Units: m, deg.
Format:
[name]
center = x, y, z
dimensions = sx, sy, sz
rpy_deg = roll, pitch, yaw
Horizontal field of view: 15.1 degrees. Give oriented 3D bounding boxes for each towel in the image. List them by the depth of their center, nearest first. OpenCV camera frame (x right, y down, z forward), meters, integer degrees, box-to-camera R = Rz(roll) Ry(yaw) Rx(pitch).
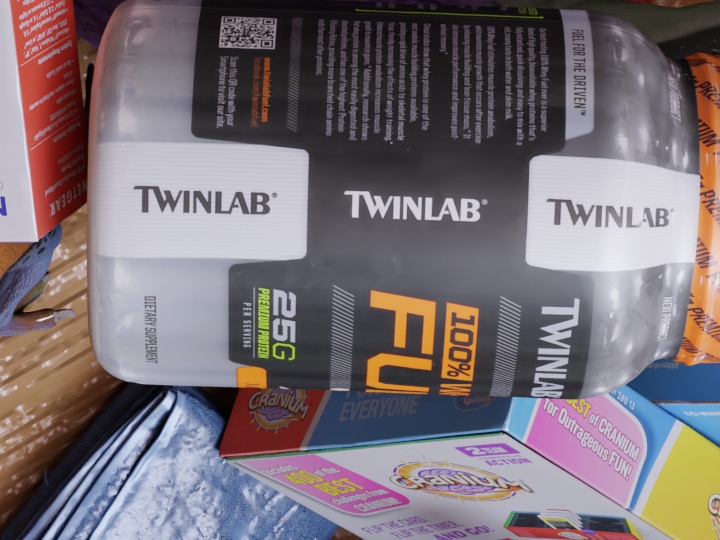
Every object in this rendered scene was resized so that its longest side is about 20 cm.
[towel]
center = -0.097, 0.140, 1.017
dimensions = 0.112, 0.049, 0.200
rpy_deg = 41, 82, -31

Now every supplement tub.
[supplement tub]
center = 0.018, -0.022, 0.844
dimensions = 0.199, 0.123, 0.123
rpy_deg = 2, 104, 0

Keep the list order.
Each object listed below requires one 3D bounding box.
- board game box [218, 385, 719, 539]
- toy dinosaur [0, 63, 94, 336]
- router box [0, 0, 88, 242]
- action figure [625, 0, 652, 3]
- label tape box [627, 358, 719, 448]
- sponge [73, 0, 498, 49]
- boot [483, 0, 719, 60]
[board game box]
center = 0.071, 0.087, 0.995
dimensions = 0.200, 0.153, 0.040
rpy_deg = 33, 63, -34
[toy dinosaur]
center = -0.111, -0.035, 0.900
dimensions = 0.105, 0.200, 0.182
rpy_deg = 6, 145, -18
[router box]
center = -0.191, -0.101, 0.831
dimensions = 0.199, 0.049, 0.180
rpy_deg = 1, 108, 16
[action figure]
center = 0.121, -0.164, 1.044
dimensions = 0.099, 0.065, 0.200
rpy_deg = -43, 118, -22
[label tape box]
center = 0.136, 0.065, 1.037
dimensions = 0.200, 0.144, 0.063
rpy_deg = 41, 58, -44
[sponge]
center = -0.041, -0.116, 0.897
dimensions = 0.112, 0.200, 0.030
rpy_deg = 42, 58, -28
[boot]
center = 0.066, -0.105, 0.998
dimensions = 0.200, 0.132, 0.070
rpy_deg = -15, 153, -32
